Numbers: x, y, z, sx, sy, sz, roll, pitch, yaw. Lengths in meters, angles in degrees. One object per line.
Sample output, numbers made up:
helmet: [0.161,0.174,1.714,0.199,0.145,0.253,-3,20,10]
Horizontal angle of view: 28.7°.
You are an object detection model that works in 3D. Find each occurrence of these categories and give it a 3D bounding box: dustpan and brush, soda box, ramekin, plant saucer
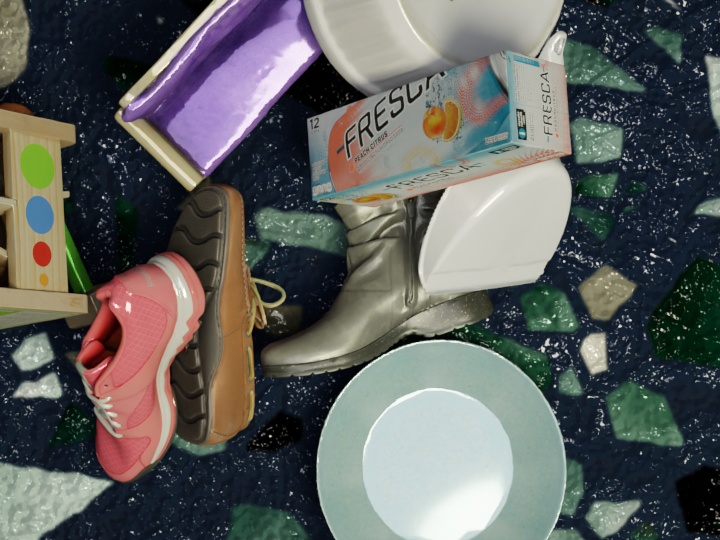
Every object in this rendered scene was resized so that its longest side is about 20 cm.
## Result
dustpan and brush: [0.119,-0.080,1.047,0.057,0.138,0.201,51,129,32]
soda box: [0.050,-0.095,0.989,0.068,0.198,0.065,4,78,-44]
ramekin: [0.062,-0.219,1.014,0.200,0.094,0.206,-3,95,-31]
plant saucer: [0.063,0.157,1.117,0.198,0.039,0.204,0,86,-4]

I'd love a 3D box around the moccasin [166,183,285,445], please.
moccasin: [-0.105,0.033,1.090,0.073,0.077,0.205,7,104,41]

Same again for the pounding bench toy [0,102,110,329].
pounding bench toy: [-0.266,-0.040,1.043,0.123,0.199,0.159,-10,80,34]

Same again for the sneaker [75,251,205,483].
sneaker: [-0.184,0.078,1.060,0.073,0.086,0.202,36,123,32]

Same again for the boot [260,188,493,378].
boot: [0.000,0.000,1.097,0.197,0.068,0.132,-19,93,-12]

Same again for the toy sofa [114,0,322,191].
toy sofa: [-0.088,-0.160,1.055,0.083,0.098,0.200,43,93,-6]
